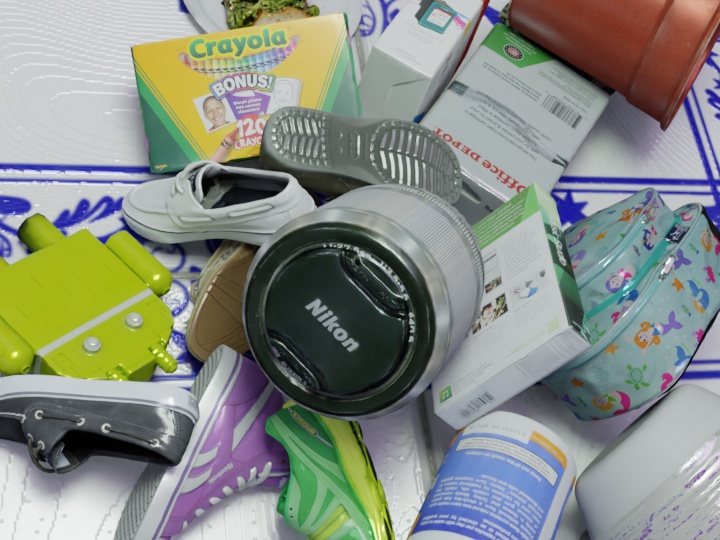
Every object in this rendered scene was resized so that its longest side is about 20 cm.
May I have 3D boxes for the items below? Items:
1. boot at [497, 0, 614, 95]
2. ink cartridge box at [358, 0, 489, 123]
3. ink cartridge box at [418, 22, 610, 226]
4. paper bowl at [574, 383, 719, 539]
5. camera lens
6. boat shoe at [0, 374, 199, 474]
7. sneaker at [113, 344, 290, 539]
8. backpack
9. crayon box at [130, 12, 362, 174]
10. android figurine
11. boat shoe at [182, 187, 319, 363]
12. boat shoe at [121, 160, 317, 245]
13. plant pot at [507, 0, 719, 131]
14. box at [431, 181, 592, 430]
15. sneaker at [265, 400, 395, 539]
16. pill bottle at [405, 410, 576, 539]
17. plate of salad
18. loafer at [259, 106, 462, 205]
[{"bbox_3d":[0.265,-0.287,1.321,0.154,0.073,0.204,45,64,6],"label":"boot"},{"bbox_3d":[0.066,-0.226,1.198,0.067,0.116,0.200,29,50,4],"label":"ink cartridge box"},{"bbox_3d":[0.142,-0.135,1.198,0.147,0.083,0.200,35,57,4],"label":"ink cartridge box"},{"bbox_3d":[0.262,0.175,0.993,0.201,0.201,0.104,-37,78,-30],"label":"paper bowl"},{"bbox_3d":[0.009,0.018,0.927,0.160,0.160,0.200,38,20,6],"label":"camera lens"},{"bbox_3d":[-0.224,0.127,0.918,0.200,0.070,0.066,1,56,11],"label":"boat shoe"},{"bbox_3d":[-0.113,0.172,0.959,0.114,0.073,0.201,36,68,-18],"label":"sneaker"},{"bbox_3d":[0.238,0.034,1.072,0.151,0.178,0.200,39,60,-13],"label":"backpack"},{"bbox_3d":[-0.102,-0.163,1.091,0.200,0.058,0.119,-9,93,1],"label":"crayon box"},{"bbox_3d":[-0.241,0.033,0.991,0.200,0.041,0.182,41,46,20],"label":"android figurine"},{"bbox_3d":[-0.103,0.004,1.068,0.073,0.063,0.200,44,58,-21],"label":"boat shoe"},{"bbox_3d":[-0.131,-0.067,1.036,0.200,0.065,0.074,2,50,24],"label":"boat shoe"},{"bbox_3d":[0.267,-0.273,1.187,0.195,0.201,0.201,28,57,11],"label":"plant pot"},{"bbox_3d":[0.121,0.027,1.035,0.036,0.144,0.200,38,29,-30],"label":"box"},{"bbox_3d":[-0.022,0.194,0.957,0.083,0.074,0.200,-17,96,7],"label":"sneaker"},{"bbox_3d":[0.097,0.222,0.957,0.112,0.112,0.200,31,50,1],"label":"pill bottle"},{"bbox_3d":[-0.092,-0.305,1.242,0.200,0.048,0.200,7,60,-12],"label":"plate of salad"},{"bbox_3d":[-0.001,-0.098,1.048,0.200,0.070,0.075,14,73,-24],"label":"loafer"}]
